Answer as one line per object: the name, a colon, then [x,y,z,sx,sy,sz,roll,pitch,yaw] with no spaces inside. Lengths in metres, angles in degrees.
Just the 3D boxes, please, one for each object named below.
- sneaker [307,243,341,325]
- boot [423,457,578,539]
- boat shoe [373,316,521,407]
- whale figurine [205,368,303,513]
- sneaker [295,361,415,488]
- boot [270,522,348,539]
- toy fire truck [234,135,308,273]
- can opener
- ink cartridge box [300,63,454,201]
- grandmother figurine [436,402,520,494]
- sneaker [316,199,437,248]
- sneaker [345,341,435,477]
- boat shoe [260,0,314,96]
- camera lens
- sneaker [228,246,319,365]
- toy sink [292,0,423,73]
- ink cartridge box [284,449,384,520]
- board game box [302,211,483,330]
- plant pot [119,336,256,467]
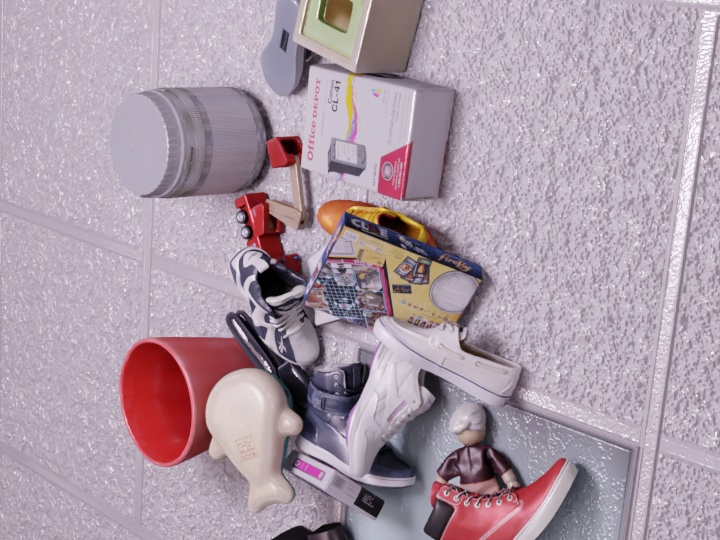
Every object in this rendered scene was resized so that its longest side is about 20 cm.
sneaker: [0.000,0.000,1.654,0.198,0.073,0.118,-18,81,39]
boot: [0.169,0.285,1.495,0.144,0.072,0.201,41,106,14]
boat shoe: [0.114,0.098,1.526,0.198,0.071,0.071,29,107,6]
whale figurine: [-0.143,0.242,1.722,0.157,0.103,0.203,-22,80,20]
sneaker: [0.002,0.213,1.684,0.200,0.077,0.149,21,103,30]
boot: [-0.060,0.491,1.814,0.186,0.068,0.203,-17,92,36]
toy fire truck: [-0.120,-0.083,1.773,0.140,0.048,0.203,-22,82,42]
can opener: [-0.136,0.140,1.814,0.079,0.063,0.201,-44,70,13]
ink cartridge box: [0.019,-0.188,1.597,0.198,0.085,0.150,20,110,39]
grandmother figurine: [0.152,0.275,1.565,0.119,0.060,0.204,-9,88,17]
sneaker: [0.020,-0.065,1.611,0.198,0.077,0.074,19,65,33]
sneaker: [0.042,0.188,1.606,0.098,0.075,0.203,19,86,16]
boat shoe: [-0.091,-0.330,1.692,0.073,0.068,0.201,41,148,19]
camera lens: [-0.252,-0.192,1.778,0.158,0.198,0.163,8,102,43]
sneaker: [-0.107,0.059,1.702,0.202,0.079,0.129,65,164,-15]
toy sink: [0.004,-0.377,1.562,0.130,0.111,0.203,33,118,35]
ink cartridge box: [-0.049,0.303,1.713,0.037,0.094,0.199,-60,24,-13]
board game box: [0.041,0.019,1.548,0.035,0.197,0.137,-90,26,-55]
plant pot: [-0.249,0.188,1.849,0.198,0.176,0.204,10,104,44]
